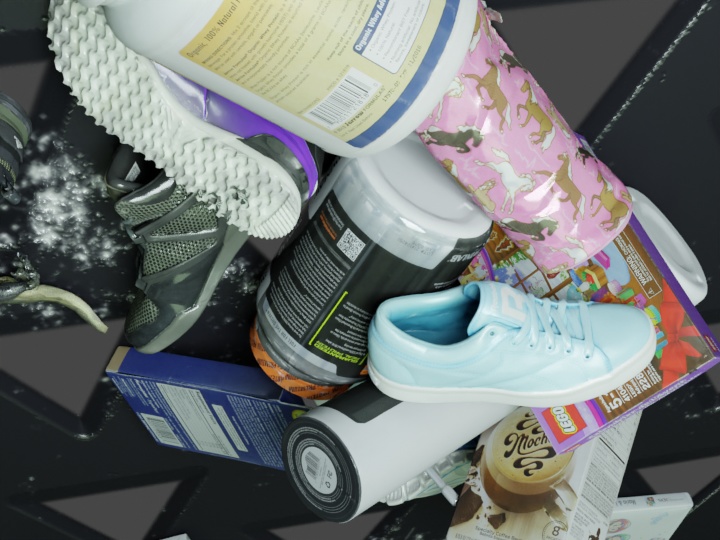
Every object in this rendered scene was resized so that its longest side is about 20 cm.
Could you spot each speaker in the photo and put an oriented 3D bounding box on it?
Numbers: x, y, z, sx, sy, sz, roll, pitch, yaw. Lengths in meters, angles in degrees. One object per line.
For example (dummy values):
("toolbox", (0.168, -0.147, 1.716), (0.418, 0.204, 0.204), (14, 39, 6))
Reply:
("speaker", (0.038, 0.110, 0.752), (0.199, 0.081, 0.081), (-22, 150, -42))

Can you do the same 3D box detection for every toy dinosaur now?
("toy dinosaur", (-0.280, 0.009, 0.742), (0.199, 0.048, 0.088), (9, 148, -23))

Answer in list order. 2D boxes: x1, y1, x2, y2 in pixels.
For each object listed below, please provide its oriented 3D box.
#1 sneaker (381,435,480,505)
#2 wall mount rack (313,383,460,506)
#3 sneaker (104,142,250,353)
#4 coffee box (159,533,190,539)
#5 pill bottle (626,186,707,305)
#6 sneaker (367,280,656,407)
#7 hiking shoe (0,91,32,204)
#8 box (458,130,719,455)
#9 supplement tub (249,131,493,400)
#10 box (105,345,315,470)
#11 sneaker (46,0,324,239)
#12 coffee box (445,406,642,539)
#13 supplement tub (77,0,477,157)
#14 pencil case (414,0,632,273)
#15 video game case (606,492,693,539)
("sneaker", (0.103, 0.180, 1.014), (0.199, 0.075, 0.087), (-23, 156, 10))
("wall mount rack", (0.003, 0.140, 0.898), (0.172, 0.075, 0.201), (3, 142, 22))
("sneaker", (-0.146, -0.027, 0.717), (0.114, 0.077, 0.200), (19, 126, -28))
("coffee box", (-0.268, 0.371, 1.100), (0.199, 0.080, 0.115), (-15, 137, 2))
("pill bottle", (0.174, 0.032, 0.831), (0.112, 0.113, 0.200), (28, 123, -36))
("sneaker", (0.101, 0.043, 0.665), (0.198, 0.074, 0.082), (-8, 143, 0))
("hiking shoe", (-0.307, -0.048, 0.631), (0.199, 0.101, 0.076), (-20, 137, 7))
("box", (0.157, 0.016, 0.748), (0.137, 0.201, 0.039), (-38, 157, 25))
("supplement tub", (0.000, 0.000, 0.745), (0.122, 0.123, 0.200), (15, 130, -27))
("box", (-0.106, 0.123, 0.851), (0.199, 0.033, 0.122), (8, 143, 23))
("sneaker", (-0.102, -0.115, 0.636), (0.200, 0.100, 0.069), (43, 135, -10))
("coffee box", (0.169, 0.167, 0.891), (0.112, 0.201, 0.080), (5, 154, 39))
("supplement tub", (-0.050, -0.162, 0.544), (0.199, 0.145, 0.144), (24, 126, -34))
("pencil case", (0.097, -0.089, 0.665), (0.086, 0.083, 0.200), (-31, 115, 27))
("video game case", (0.300, 0.347, 1.262), (0.181, 0.024, 0.201), (-1, 136, -14))
